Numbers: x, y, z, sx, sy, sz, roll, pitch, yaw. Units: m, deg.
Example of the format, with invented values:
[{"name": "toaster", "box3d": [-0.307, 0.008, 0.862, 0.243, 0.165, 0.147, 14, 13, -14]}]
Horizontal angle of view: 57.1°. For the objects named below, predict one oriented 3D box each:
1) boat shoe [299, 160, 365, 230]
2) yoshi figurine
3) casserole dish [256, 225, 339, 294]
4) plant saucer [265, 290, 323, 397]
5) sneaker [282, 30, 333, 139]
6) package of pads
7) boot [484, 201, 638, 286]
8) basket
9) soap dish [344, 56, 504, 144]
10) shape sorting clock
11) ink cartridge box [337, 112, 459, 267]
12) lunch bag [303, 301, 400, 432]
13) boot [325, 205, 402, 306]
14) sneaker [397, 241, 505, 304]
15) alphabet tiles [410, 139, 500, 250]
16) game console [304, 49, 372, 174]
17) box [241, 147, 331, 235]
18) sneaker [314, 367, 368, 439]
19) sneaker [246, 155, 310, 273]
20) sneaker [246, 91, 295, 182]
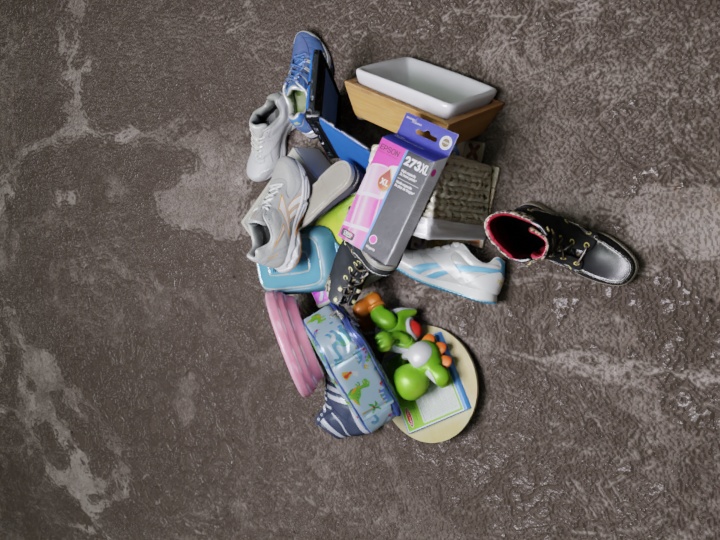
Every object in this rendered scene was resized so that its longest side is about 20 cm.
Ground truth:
[{"name": "boat shoe", "box3d": [-0.070, -0.116, 1.153, 0.200, 0.063, 0.073, -33, 62, 31]}, {"name": "yoshi figurine", "box3d": [0.059, 0.138, 1.111, 0.200, 0.112, 0.112, 44, 126, 27]}, {"name": "casserole dish", "box3d": [-0.122, -0.015, 1.204, 0.200, 0.039, 0.121, -6, 96, 35]}, {"name": "plant saucer", "box3d": [-0.114, 0.125, 1.188, 0.051, 0.201, 0.201, -21, 82, -4]}, {"name": "sneaker", "box3d": [-0.098, -0.343, 1.195, 0.076, 0.077, 0.201, -12, 78, 30]}, {"name": "package of pads", "box3d": [-0.028, -0.040, 1.202, 0.200, 0.068, 0.155, -31, 79, 34]}, {"name": "boot", "box3d": [0.278, -0.034, 0.930, 0.200, 0.150, 0.073, 38, 116, 26]}, {"name": "basket", "box3d": [0.105, -0.117, 1.011, 0.135, 0.200, 0.124, 14, 100, 34]}, {"name": "soap dish", "box3d": [0.097, -0.262, 1.036, 0.200, 0.157, 0.081, 31, 130, 29]}, {"name": "shape sorting clock", "box3d": [0.116, 0.195, 1.147, 0.200, 0.039, 0.201, -3, 84, 35]}, {"name": "ink cartridge box", "box3d": [0.050, -0.114, 0.914, 0.095, 0.037, 0.200, 32, 101, 32]}, {"name": "lunch bag", "box3d": [-0.015, 0.156, 1.108, 0.200, 0.082, 0.161, 61, 173, -20]}, {"name": "boot", "box3d": [0.001, 0.000, 1.061, 0.204, 0.073, 0.154, -114, 39, -59]}, {"name": "sneaker", "box3d": [0.135, -0.009, 1.075, 0.200, 0.077, 0.081, 18, 89, 13]}, {"name": "alphabet tiles", "box3d": [0.143, -0.121, 1.105, 0.166, 0.006, 0.201, 19, 107, 32]}, {"name": "game console", "box3d": [-0.014, -0.246, 1.102, 0.118, 0.200, 0.171, 3, 82, 8]}, {"name": "box", "box3d": [-0.131, -0.130, 1.258, 0.200, 0.078, 0.095, -47, 70, 31]}, {"name": "sneaker", "box3d": [-0.048, 0.223, 1.252, 0.108, 0.070, 0.200, -27, 83, 34]}, {"name": "sneaker", "box3d": [-0.143, -0.101, 1.110, 0.076, 0.092, 0.201, -6, 77, 43]}, {"name": "sneaker", "box3d": [-0.185, -0.260, 1.266, 0.078, 0.099, 0.200, 40, 117, 25]}]
